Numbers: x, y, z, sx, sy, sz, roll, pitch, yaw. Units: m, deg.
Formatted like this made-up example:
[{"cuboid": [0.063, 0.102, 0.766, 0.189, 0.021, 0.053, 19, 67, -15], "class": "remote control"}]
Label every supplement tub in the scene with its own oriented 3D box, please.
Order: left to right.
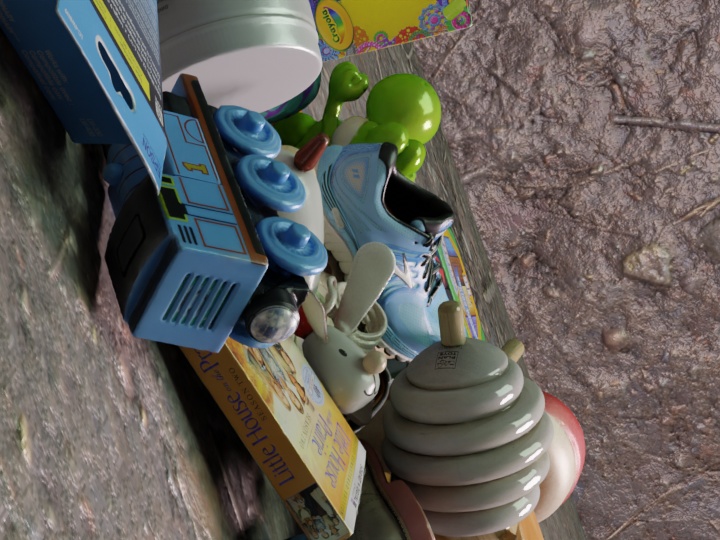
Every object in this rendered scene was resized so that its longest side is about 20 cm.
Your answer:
[{"cuboid": [-0.111, -0.212, 1.366, 0.132, 0.131, 0.201, 43, 31, -73], "class": "supplement tub"}]

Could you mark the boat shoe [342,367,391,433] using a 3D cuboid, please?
[{"cuboid": [-0.026, 0.092, 1.494, 0.200, 0.067, 0.072, -10, 83, -76], "class": "boat shoe"}]

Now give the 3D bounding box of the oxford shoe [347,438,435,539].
[{"cuboid": [-0.010, 0.171, 1.443, 0.200, 0.075, 0.071, -153, -138, -72], "class": "oxford shoe"}]

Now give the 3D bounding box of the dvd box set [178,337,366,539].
[{"cuboid": [-0.063, 0.067, 1.287, 0.200, 0.029, 0.146, 57, 12, -11], "class": "dvd box set"}]

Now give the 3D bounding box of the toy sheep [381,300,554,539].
[{"cuboid": [0.077, 0.115, 1.460, 0.138, 0.137, 0.201, -81, 158, -72], "class": "toy sheep"}]

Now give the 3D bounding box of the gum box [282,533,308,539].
[{"cuboid": [-0.018, 0.268, 1.249, 0.170, 0.044, 0.201, 0, 73, -82], "class": "gum box"}]

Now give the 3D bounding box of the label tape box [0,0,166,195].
[{"cuboid": [-0.164, -0.150, 1.124, 0.143, 0.066, 0.200, 63, 15, -46], "class": "label tape box"}]

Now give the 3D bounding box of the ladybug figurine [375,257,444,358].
[{"cuboid": [0.000, 0.000, 1.603, 0.200, 0.072, 0.136, 14, 46, -48], "class": "ladybug figurine"}]

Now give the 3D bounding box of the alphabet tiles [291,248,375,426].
[{"cuboid": [-0.046, 0.015, 1.443, 0.196, 0.015, 0.200, 44, 36, -33], "class": "alphabet tiles"}]

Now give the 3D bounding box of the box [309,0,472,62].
[{"cuboid": [-0.014, -0.282, 1.477, 0.193, 0.122, 0.201, -123, -160, -65], "class": "box"}]

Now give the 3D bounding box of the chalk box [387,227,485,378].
[{"cuboid": [0.029, 0.032, 1.784, 0.200, 0.124, 0.124, 13, 59, -82], "class": "chalk box"}]

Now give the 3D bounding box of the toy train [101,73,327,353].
[{"cuboid": [-0.095, -0.036, 1.178, 0.114, 0.087, 0.200, 14, 35, -31], "class": "toy train"}]

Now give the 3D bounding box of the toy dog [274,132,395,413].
[{"cuboid": [-0.027, -0.013, 1.378, 0.200, 0.096, 0.132, 51, 35, -13], "class": "toy dog"}]

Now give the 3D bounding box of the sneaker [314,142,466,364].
[{"cuboid": [0.033, -0.011, 1.487, 0.200, 0.090, 0.079, 58, 28, -31], "class": "sneaker"}]

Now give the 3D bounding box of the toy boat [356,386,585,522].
[{"cuboid": [0.096, 0.136, 1.698, 0.131, 0.199, 0.131, -53, 131, -44], "class": "toy boat"}]

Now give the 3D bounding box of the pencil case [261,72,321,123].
[{"cuboid": [-0.091, -0.159, 1.539, 0.092, 0.085, 0.200, 36, 6, 8], "class": "pencil case"}]

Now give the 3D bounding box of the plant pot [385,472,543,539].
[{"cuboid": [0.074, 0.240, 1.580, 0.200, 0.140, 0.201, -19, 90, -81], "class": "plant pot"}]

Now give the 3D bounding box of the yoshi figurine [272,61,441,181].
[{"cuboid": [0.001, -0.111, 1.641, 0.200, 0.112, 0.112, 1, -90, 58], "class": "yoshi figurine"}]
